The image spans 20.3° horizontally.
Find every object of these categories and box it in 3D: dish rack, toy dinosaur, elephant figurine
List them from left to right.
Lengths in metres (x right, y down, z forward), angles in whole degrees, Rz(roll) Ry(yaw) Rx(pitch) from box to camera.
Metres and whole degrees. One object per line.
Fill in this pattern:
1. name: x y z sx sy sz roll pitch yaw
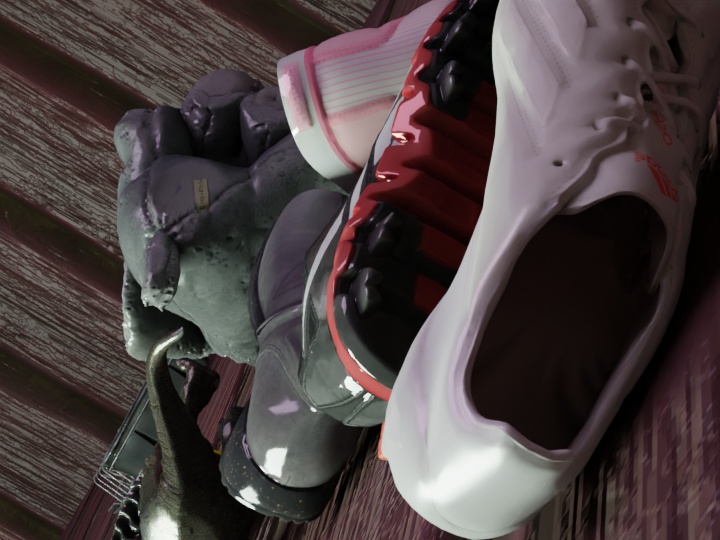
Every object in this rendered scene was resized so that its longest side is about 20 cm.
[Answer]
1. dish rack: -0.215 0.159 2.008 0.154 0.054 0.200 -62 6 -25
2. toy dinosaur: -0.072 0.107 0.885 0.201 0.076 0.103 111 168 -46
3. elephant figurine: -0.056 0.008 1.066 0.154 0.142 0.201 -25 -43 -16

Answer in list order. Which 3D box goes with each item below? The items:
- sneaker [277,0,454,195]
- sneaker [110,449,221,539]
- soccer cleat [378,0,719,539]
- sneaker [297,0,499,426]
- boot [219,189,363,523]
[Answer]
1. sneaker: 0.037 -0.078 0.974 0.104 0.076 0.200 -20 -11 12
2. sneaker: -0.118 0.183 1.060 0.201 0.070 0.090 -59 -9 6
3. soccer cleat: 0.061 -0.026 0.512 0.078 0.069 0.201 -36 31 64
4. sneaker: 0.029 -0.025 0.722 0.098 0.071 0.201 -48 15 55
5. boot: 0.000 0.000 0.854 0.201 0.069 0.132 -87 19 -51
